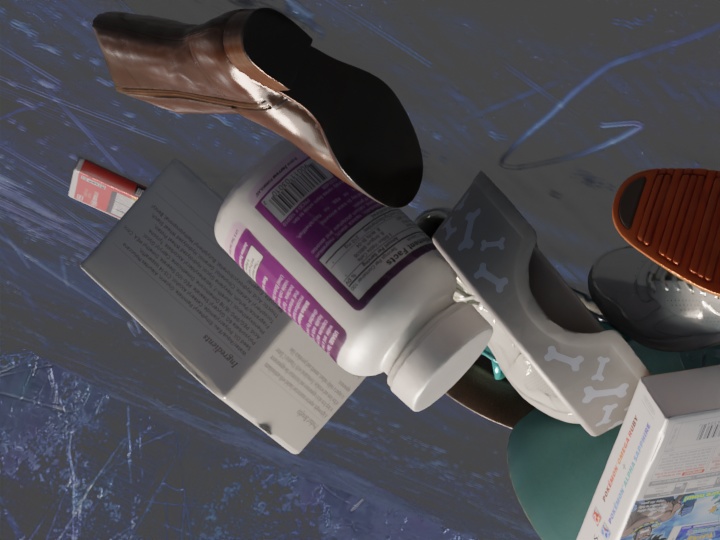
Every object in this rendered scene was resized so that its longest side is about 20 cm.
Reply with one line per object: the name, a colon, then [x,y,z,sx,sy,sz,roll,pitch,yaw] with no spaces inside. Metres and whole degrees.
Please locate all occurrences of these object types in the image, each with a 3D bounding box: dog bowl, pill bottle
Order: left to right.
pill bottle: [-0.002,0.003,1.430,0.200,0.112,0.112,45,174,14]
dog bowl: [0.124,0.027,1.348,0.200,0.059,0.200,51,-178,-3]

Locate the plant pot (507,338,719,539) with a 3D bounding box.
plant pot: [0.238,0.137,1.510,0.200,0.161,0.201,29,-148,-20]

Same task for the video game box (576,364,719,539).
video game box: [0.256,0.136,1.351,0.198,0.183,0.047,-7,-138,-24]

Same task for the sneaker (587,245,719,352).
sneaker: [0.229,0.005,1.272,0.199,0.078,0.099,9,152,35]

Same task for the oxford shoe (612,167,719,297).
oxford shoe: [0.243,-0.005,1.170,0.199,0.072,0.073,21,174,12]

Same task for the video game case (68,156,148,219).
video game case: [-0.193,-0.051,1.964,0.199,0.018,0.143,24,168,-7]

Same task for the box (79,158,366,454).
box: [-0.110,0.035,1.766,0.200,0.131,0.199,40,177,26]

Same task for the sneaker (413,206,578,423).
sneaker: [0.104,0.030,1.479,0.115,0.074,0.200,39,-175,-47]

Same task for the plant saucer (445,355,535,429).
plant saucer: [0.146,0.086,1.698,0.199,0.032,0.200,15,-160,-6]

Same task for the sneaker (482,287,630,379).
sneaker: [0.137,0.055,1.613,0.199,0.080,0.077,6,163,25]

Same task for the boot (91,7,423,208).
boot: [-0.073,-0.110,1.321,0.199,0.064,0.186,3,145,52]
